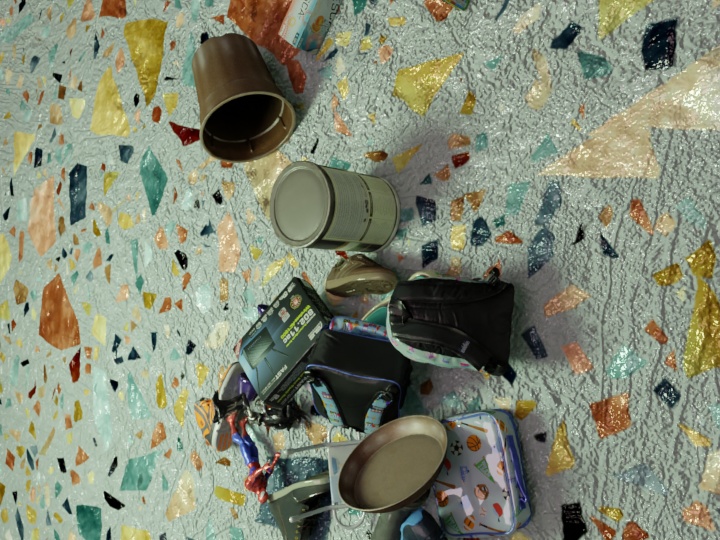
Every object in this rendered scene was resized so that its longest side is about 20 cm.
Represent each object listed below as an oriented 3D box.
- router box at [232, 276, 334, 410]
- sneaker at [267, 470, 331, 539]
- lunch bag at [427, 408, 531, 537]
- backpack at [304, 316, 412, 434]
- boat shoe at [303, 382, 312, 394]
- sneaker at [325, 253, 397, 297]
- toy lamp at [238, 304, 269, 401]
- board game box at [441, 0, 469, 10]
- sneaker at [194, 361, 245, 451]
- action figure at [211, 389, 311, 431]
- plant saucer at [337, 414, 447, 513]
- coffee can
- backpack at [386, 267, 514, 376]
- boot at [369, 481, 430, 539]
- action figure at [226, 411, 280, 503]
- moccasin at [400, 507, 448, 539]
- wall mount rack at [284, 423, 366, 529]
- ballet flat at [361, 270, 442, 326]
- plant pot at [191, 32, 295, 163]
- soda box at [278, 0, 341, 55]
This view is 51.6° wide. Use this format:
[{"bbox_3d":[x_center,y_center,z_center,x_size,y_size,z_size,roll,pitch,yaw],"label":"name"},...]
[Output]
[{"bbox_3d":[-0.137,0.136,1.407,0.201,0.062,0.150,-49,50,10],"label":"router box"},{"bbox_3d":[-0.099,0.462,1.447,0.199,0.074,0.108,-36,71,43],"label":"sneaker"},{"bbox_3d":[0.194,0.330,1.200,0.159,0.075,0.203,-18,76,35],"label":"lunch bag"},{"bbox_3d":[0.002,0.197,1.310,0.180,0.201,0.136,10,52,11],"label":"backpack"},{"bbox_3d":[-0.091,0.158,1.453,0.086,0.074,0.203,-45,53,14],"label":"boat shoe"},{"bbox_3d":[0.000,0.000,1.354,0.199,0.070,0.077,-9,61,54],"label":"sneaker"},{"bbox_3d":[-0.213,0.175,1.558,0.058,0.058,0.203,24,102,37],"label":"toy lamp"},{"bbox_3d":[0.133,-0.536,1.200,0.057,0.199,0.167,37,110,35],"label":"board game box"},{"bbox_3d":[-0.311,0.281,1.621,0.111,0.077,0.203,23,98,42],"label":"sneaker"},{"bbox_3d":[-0.194,0.266,1.487,0.119,0.196,0.104,102,172,-63],"label":"action figure"},{"bbox_3d":[0.056,0.313,1.188,0.198,0.201,0.035,-13,117,39],"label":"plant saucer"},{"bbox_3d":[-0.042,-0.108,1.330,0.145,0.199,0.149,-2,87,40],"label":"coffee can"},{"bbox_3d":[0.138,0.087,1.183,0.196,0.127,0.169,6,66,6],"label":"backpack"},{"bbox_3d":[0.052,0.431,1.263,0.072,0.182,0.202,28,101,10],"label":"boot"},{"bbox_3d":[-0.207,0.369,1.519,0.099,0.065,0.202,-39,52,22],"label":"action figure"},{"bbox_3d":[0.105,0.445,1.202,0.080,0.201,0.068,-42,62,-8],"label":"moccasin"},{"bbox_3d":[-0.049,0.375,1.349,0.075,0.171,0.204,138,127,-80],"label":"wall mount rack"},{"bbox_3d":[0.073,0.064,1.319,0.200,0.069,0.070,-40,64,32],"label":"ballet flat"},{"bbox_3d":[-0.254,-0.365,1.534,0.200,0.199,0.200,-39,58,31],"label":"plant pot"},{"bbox_3d":[-0.083,-0.537,1.469,0.068,0.063,0.202,43,115,32],"label":"soda box"}]
